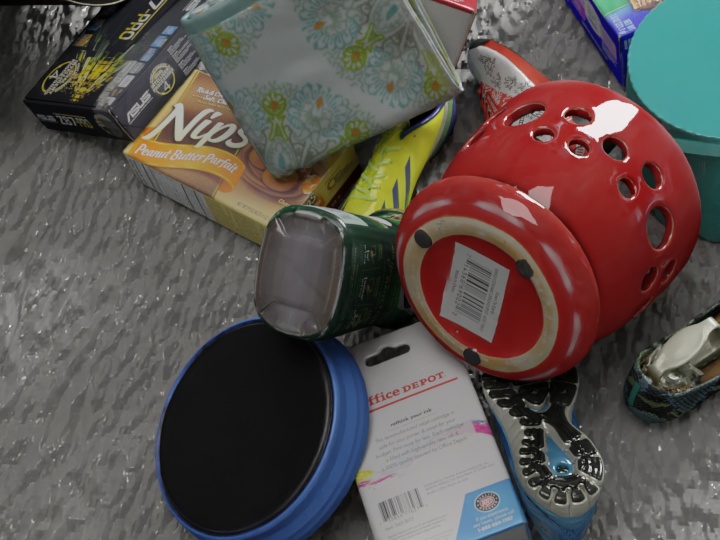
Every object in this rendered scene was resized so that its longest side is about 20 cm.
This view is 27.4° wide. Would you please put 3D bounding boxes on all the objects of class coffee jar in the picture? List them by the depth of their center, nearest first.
[{"bbox_3d":[0.000,0.000,1.211,0.085,0.200,0.105,15,98,29],"label":"coffee jar"}]

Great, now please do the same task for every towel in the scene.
[{"bbox_3d":[-0.031,-0.187,1.276,0.199,0.172,0.048,-23,22,17],"label":"towel"}]

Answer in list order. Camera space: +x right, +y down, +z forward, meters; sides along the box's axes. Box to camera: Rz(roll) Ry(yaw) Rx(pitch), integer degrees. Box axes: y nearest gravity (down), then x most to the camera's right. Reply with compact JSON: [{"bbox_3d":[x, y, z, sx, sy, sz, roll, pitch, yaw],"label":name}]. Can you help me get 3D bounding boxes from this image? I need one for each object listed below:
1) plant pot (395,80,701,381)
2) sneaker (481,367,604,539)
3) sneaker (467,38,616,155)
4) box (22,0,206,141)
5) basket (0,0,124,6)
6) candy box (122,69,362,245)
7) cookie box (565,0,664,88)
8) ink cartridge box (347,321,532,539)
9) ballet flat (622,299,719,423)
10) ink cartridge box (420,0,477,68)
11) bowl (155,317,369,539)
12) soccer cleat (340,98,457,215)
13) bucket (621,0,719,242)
[{"bbox_3d":[0.143,-0.023,1.167,0.200,0.201,0.182,22,44,26],"label":"plant pot"},{"bbox_3d":[0.138,0.140,1.161,0.078,0.090,0.200,-3,35,-1],"label":"sneaker"},{"bbox_3d":[0.133,-0.132,1.349,0.108,0.067,0.201,-46,48,-2],"label":"sneaker"},{"bbox_3d":[-0.225,-0.220,1.481,0.161,0.049,0.200,15,60,44],"label":"box"},{"bbox_3d":[-0.342,-0.338,1.534,0.200,0.180,0.137,5,86,47],"label":"basket"},{"bbox_3d":[-0.112,-0.102,1.398,0.200,0.055,0.116,27,67,28],"label":"candy box"},{"bbox_3d":[0.302,-0.289,1.406,0.199,0.075,0.171,-23,54,-3],"label":"cookie box"},{"bbox_3d":[0.051,0.147,1.185,0.115,0.068,0.200,-21,55,1],"label":"ink cartridge box"},{"bbox_3d":[0.298,0.051,1.188,0.200,0.074,0.074,-36,56,-11],"label":"ballet flat"},{"bbox_3d":[0.030,-0.260,1.373,0.144,0.084,0.200,19,29,-4],"label":"ink cartridge box"},{"bbox_3d":[-0.086,0.131,1.202,0.200,0.039,0.201,-17,60,31],"label":"bowl"},{"bbox_3d":[0.026,-0.097,1.343,0.065,0.084,0.201,18,64,24],"label":"soccer cleat"},{"bbox_3d":[0.320,-0.140,1.267,0.206,0.135,0.208,-7,56,11],"label":"bucket"}]
